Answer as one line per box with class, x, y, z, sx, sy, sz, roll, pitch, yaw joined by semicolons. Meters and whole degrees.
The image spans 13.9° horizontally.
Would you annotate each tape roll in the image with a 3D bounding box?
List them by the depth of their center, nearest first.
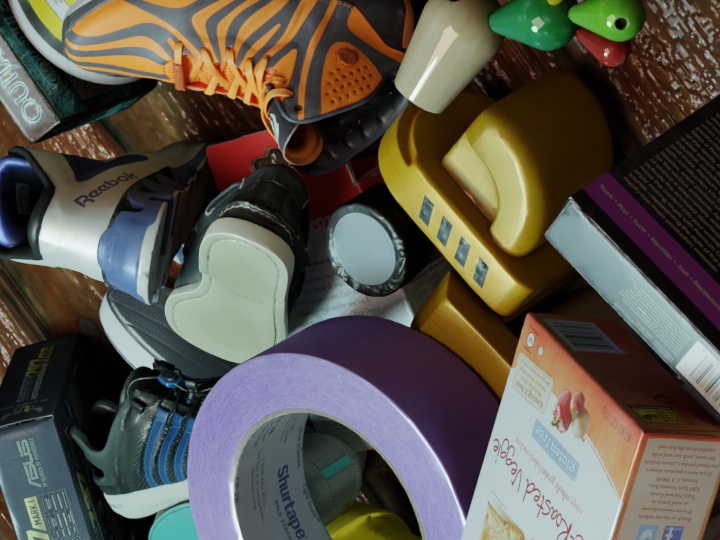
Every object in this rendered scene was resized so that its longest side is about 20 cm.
tape roll;0.000;0.129;1.619;0.199;0.066;0.201;17;118;33

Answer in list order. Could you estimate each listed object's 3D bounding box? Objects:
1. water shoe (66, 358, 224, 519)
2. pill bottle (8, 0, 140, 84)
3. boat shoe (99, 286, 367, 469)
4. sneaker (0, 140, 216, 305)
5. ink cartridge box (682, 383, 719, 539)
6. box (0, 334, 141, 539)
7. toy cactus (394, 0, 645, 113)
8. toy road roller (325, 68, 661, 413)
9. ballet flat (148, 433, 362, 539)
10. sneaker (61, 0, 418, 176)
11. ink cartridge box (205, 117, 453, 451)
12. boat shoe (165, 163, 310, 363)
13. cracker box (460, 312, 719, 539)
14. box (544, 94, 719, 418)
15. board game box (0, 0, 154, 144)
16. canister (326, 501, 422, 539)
water shoe;-0.109;0.091;1.772;0.079;0.072;0.200;50;137;-9
pill bottle;-0.112;-0.202;1.686;0.111;0.111;0.200;52;135;5
boat shoe;-0.087;0.083;1.845;0.200;0.072;0.062;37;129;15
sneaker;-0.154;-0.043;1.732;0.115;0.199;0.081;15;103;4
ink cartridge box;0.174;0.108;1.548;0.067;0.200;0.117;42;132;13
box;-0.184;0.160;1.909;0.051;0.158;0.201;-15;107;4
toy cactus;0.076;-0.158;1.550;0.200;0.102;0.165;46;114;29
toy road roller;0.091;-0.015;1.606;0.200;0.123;0.146;49;134;9
ballet flat;-0.059;0.146;1.791;0.068;0.064;0.200;58;146;-2
sneaker;-0.065;-0.110;1.628;0.199;0.113;0.078;-6;149;2
ink cartridge box;0.000;0.000;1.729;0.116;0.067;0.201;-12;105;44
boat shoe;-0.065;-0.006;1.685;0.074;0.066;0.200;21;157;3
cracker box;0.105;0.139;1.469;0.134;0.057;0.201;47;128;57
box;0.200;-0.015;1.464;0.143;0.200;0.036;47;137;11
board game box;-0.214;-0.174;1.770;0.028;0.135;0.200;-35;88;24
canister;0.052;0.234;1.751;0.200;0.086;0.149;22;136;52
